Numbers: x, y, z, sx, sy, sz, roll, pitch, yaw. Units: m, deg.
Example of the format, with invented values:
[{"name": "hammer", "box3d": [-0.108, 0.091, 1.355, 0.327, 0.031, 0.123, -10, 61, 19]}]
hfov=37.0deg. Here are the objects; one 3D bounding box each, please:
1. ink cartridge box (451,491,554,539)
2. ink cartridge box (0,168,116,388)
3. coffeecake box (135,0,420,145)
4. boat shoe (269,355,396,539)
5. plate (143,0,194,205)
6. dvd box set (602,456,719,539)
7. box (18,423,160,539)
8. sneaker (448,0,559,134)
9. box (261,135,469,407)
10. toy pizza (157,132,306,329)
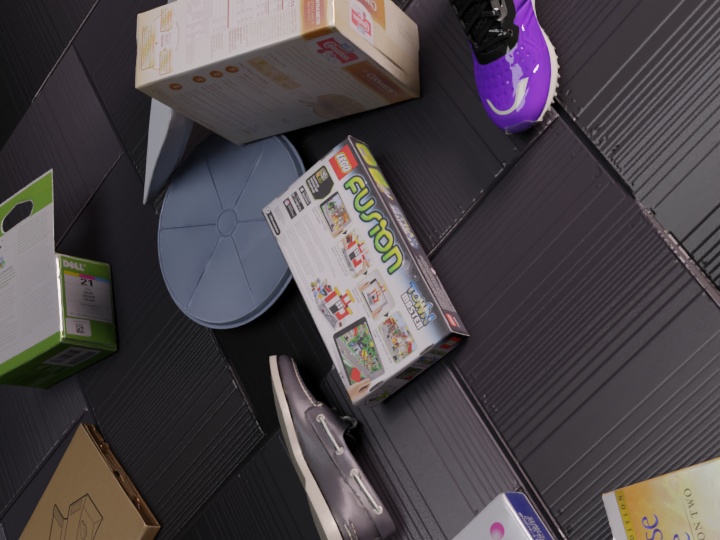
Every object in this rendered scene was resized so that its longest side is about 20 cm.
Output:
[{"name": "ink cartridge box", "box3d": [0.097, 0.302, 0.778, 0.200, 0.043, 0.197, -49, 54, 21]}, {"name": "ink cartridge box", "box3d": [-0.351, 0.012, 1.203, 0.147, 0.075, 0.203, -25, 65, 35]}, {"name": "coffeecake box", "box3d": [-0.069, -0.185, 0.925, 0.197, 0.153, 0.074, -10, 72, 28]}, {"name": "boat shoe", "box3d": [-0.028, 0.153, 0.919, 0.062, 0.073, 0.202, -18, 55, -10]}, {"name": "plate", "box3d": [-0.183, -0.190, 1.069, 0.200, 0.032, 0.204, 134, 140, -64]}, {"name": "dvd box set", "box3d": [0.259, 0.183, 0.668, 0.198, 0.029, 0.149, -27, 65, 34]}, {"name": "box", "box3d": [-0.297, 0.292, 1.131, 0.163, 0.021, 0.202, 42, 108, 38]}, {"name": "sneaker", "box3d": [0.097, -0.208, 0.843, 0.069, 0.099, 0.204, -17, 69, 39]}, {"name": "box", "box3d": [0.000, 0.000, 0.908, 0.110, 0.035, 0.202, -36, 64, 22]}, {"name": "toy pizza", "box3d": [-0.120, -0.044, 1.040, 0.198, 0.032, 0.204, -8, 76, 35]}]
